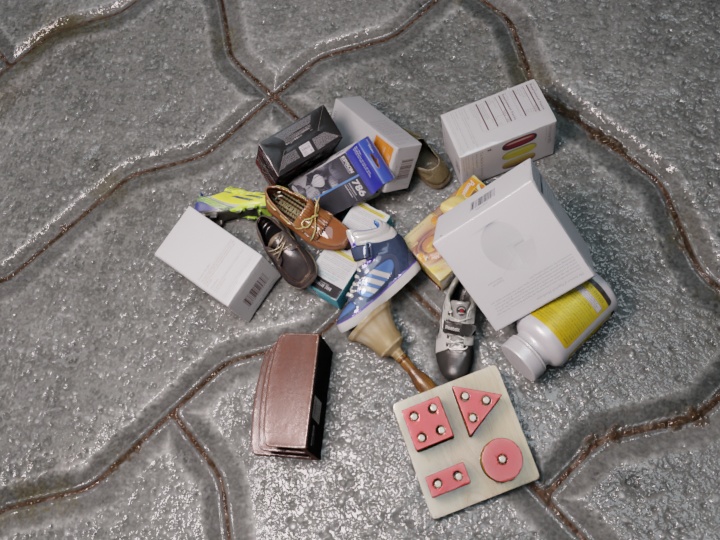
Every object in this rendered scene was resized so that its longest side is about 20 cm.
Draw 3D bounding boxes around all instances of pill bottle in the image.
[{"bbox_3d":[0.342,0.094,1.346,0.200,0.112,0.111,-42,66,-10],"label":"pill bottle"}]

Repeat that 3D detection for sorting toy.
[{"bbox_3d":[0.176,0.284,1.300,0.195,0.070,0.203,-21,73,1],"label":"sorting toy"}]

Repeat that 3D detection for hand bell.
[{"bbox_3d":[0.078,0.165,1.390,0.104,0.104,0.201,-39,77,-8],"label":"hand bell"}]

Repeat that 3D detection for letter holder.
[{"bbox_3d":[-0.138,0.223,1.386,0.139,0.101,0.204,1,67,13],"label":"letter holder"}]

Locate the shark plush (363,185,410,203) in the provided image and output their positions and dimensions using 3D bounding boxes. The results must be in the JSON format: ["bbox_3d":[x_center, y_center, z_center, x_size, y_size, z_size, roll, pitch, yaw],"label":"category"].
[{"bbox_3d":[0.000,-0.186,1.559,0.196,0.092,0.084,-4,34,15],"label":"shark plush"}]

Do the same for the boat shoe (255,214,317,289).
[{"bbox_3d":[-0.152,-0.037,1.488,0.075,0.073,0.200,-48,47,4],"label":"boat shoe"}]

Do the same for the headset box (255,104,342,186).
[{"bbox_3d":[-0.126,-0.233,1.521,0.147,0.200,0.076,-33,92,-10],"label":"headset box"}]

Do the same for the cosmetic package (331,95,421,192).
[{"bbox_3d":[0.022,-0.253,1.536,0.070,0.103,0.200,-15,45,-39],"label":"cosmetic package"}]

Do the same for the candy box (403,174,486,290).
[{"bbox_3d":[0.186,-0.073,1.478,0.199,0.055,0.115,-41,68,-10],"label":"candy box"}]

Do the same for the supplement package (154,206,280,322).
[{"bbox_3d":[-0.275,-0.012,1.498,0.198,0.117,0.118,33,82,21],"label":"supplement package"}]

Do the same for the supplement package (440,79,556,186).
[{"bbox_3d":[0.270,-0.267,1.515,0.197,0.114,0.111,-21,63,1],"label":"supplement package"}]

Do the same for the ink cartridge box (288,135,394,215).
[{"bbox_3d":[-0.039,-0.171,1.492,0.198,0.100,0.039,-26,18,35],"label":"ink cartridge box"}]

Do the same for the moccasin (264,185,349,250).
[{"bbox_3d":[-0.101,-0.105,1.481,0.200,0.078,0.074,37,78,21],"label":"moccasin"}]

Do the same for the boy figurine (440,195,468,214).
[{"bbox_3d":[0.243,-0.094,1.413,0.196,0.064,0.127,6,97,12],"label":"boy figurine"}]

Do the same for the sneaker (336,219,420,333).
[{"bbox_3d":[0.000,0.000,1.433,0.199,0.081,0.147,-40,91,-5],"label":"sneaker"}]

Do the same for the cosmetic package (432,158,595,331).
[{"bbox_3d":[0.261,-0.043,1.325,0.198,0.123,0.201,-31,105,23],"label":"cosmetic package"}]

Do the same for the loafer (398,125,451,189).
[{"bbox_3d":[0.103,-0.245,1.562,0.199,0.068,0.076,36,77,22],"label":"loafer"}]

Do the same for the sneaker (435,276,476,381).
[{"bbox_3d":[0.173,0.095,1.392,0.072,0.089,0.204,3,69,10],"label":"sneaker"}]

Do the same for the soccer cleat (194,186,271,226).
[{"bbox_3d":[-0.246,-0.143,1.584,0.196,0.065,0.085,-7,63,8],"label":"soccer cleat"}]

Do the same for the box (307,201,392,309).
[{"bbox_3d":[-0.022,-0.033,1.502,0.081,0.049,0.202,27,74,21],"label":"box"}]
